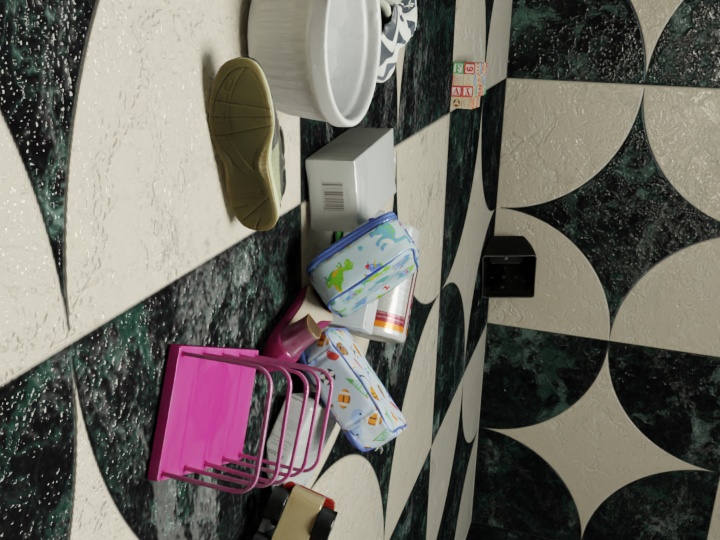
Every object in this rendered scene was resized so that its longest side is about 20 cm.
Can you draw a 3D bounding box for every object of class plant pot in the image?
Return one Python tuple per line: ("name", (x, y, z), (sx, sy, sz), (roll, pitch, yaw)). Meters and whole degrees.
("plant pot", (0.563, -0.027, 2.903), (0.178, 0.198, 0.201), (-81, 168, -52))

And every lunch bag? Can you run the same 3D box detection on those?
("lunch bag", (0.009, -0.006, 1.119), (0.083, 0.160, 0.200), (58, 1, 11))
("lunch bag", (-0.008, 0.184, 1.159), (0.201, 0.075, 0.160), (58, 8, 12))

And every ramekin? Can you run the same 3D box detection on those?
("ramekin", (-0.054, -0.277, 0.910), (0.200, 0.104, 0.202), (7, 90, -72))

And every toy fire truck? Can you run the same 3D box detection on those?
("toy fire truck", (-0.086, 0.403, 1.087), (0.200, 0.128, 0.177), (85, 26, -78))

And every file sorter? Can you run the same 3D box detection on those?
("file sorter", (-0.123, 0.165, 0.858), (0.200, 0.124, 0.140), (24, 75, -72))

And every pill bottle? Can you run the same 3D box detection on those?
("pill bottle", (0.044, 0.021, 1.341), (0.110, 0.109, 0.202), (42, 58, -69))

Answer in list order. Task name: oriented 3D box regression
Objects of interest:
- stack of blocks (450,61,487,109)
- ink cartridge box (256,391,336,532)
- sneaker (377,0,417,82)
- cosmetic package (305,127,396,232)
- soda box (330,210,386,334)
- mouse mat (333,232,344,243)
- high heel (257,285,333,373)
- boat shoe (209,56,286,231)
("stack of blocks", (0.293, -0.498, 2.030), (0.200, 0.058, 0.116), (-40, 135, -66))
("ink cartridge box", (-0.103, 0.282, 1.139), (0.201, 0.057, 0.162), (-62, 162, 1))
("sneaker", (0.041, -0.419, 1.216), (0.130, 0.079, 0.200), (80, 33, -64))
("cosmetic package", (-0.009, -0.144, 1.167), (0.200, 0.080, 0.114), (-51, 141, -62))
("soda box", (0.000, 0.000, 1.258), (0.064, 0.067, 0.202), (44, 55, -70))
("mouse mat", (-0.014, -0.042, 1.321), (0.200, 0.007, 0.163), (9, 88, -74))
("high heel", (-0.097, 0.080, 1.076), (0.068, 0.096, 0.200), (54, 11, -6))
("boat shoe", (-0.121, -0.144, 0.846), (0.066, 0.071, 0.202), (-75, 164, -55))
